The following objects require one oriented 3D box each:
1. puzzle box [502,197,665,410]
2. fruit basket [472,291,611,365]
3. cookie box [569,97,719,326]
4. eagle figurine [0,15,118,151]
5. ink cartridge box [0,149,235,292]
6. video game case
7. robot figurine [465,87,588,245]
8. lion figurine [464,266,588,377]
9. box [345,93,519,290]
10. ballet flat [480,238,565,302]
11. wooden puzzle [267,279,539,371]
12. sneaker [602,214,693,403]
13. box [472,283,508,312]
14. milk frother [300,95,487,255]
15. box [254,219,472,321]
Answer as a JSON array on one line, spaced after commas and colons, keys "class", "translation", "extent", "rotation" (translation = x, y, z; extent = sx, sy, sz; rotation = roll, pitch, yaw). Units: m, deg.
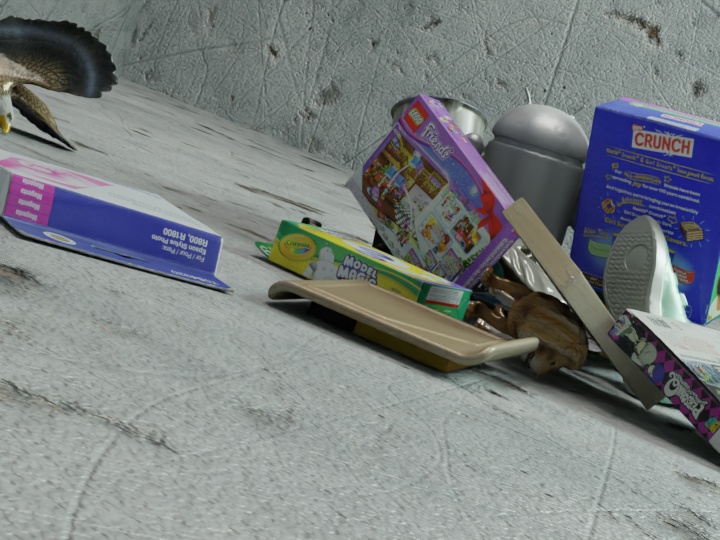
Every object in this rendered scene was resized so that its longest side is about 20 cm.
[{"class": "puzzle box", "translation": [0.211, 0.032, 1.484], "extent": [0.200, 0.025, 0.133], "rotation": [50, 6, -40]}, {"class": "fruit basket", "translation": [0.244, 0.047, 1.737], "extent": [0.199, 0.094, 0.185], "rotation": [9, 13, -47]}, {"class": "cookie box", "translation": [0.324, -0.065, 1.685], "extent": [0.170, 0.202, 0.075], "rotation": [20, 24, 29]}, {"class": "eagle figurine", "translation": [-0.409, -0.223, 1.862], "extent": [0.199, 0.152, 0.151], "rotation": [2, 5, -36]}, {"class": "ink cartridge box", "translation": [-0.219, -0.048, 1.307], "extent": [0.195, 0.044, 0.200], "rotation": [17, 6, -34]}, {"class": "video game case", "translation": [0.334, 0.114, 1.429], "extent": [0.199, 0.036, 0.181], "rotation": [12, 31, -53]}, {"class": "robot figurine", "translation": [0.186, -0.098, 1.759], "extent": [0.168, 0.201, 0.113], "rotation": [17, 5, -3]}, {"class": "lion figurine", "translation": [0.167, 0.055, 1.524], "extent": [0.122, 0.073, 0.200], "rotation": [27, 4, 11]}, {"class": "box", "translation": [0.080, -0.072, 1.692], "extent": [0.039, 0.137, 0.201], "rotation": [13, 36, -48]}, {"class": "ballet flat", "translation": [0.174, 0.006, 1.672], "extent": [0.069, 0.070, 0.200], "rotation": [15, 21, -42]}, {"class": "wooden puzzle", "translation": [0.039, 0.048, 1.352], "extent": [0.199, 0.038, 0.185], "rotation": [18, 5, 19]}, {"class": "sneaker", "translation": [0.317, 0.048, 1.638], "extent": [0.118, 0.202, 0.074], "rotation": [21, -32, -37]}, {"class": "box", "translation": [0.214, 0.033, 1.961], "extent": [0.199, 0.049, 0.161], "rotation": [13, 6, -46]}, {"class": "milk frother", "translation": [0.028, -0.099, 1.840], "extent": [0.199, 0.190, 0.180], "rotation": [20, -23, -27]}, {"class": "box", "translation": [0.000, 0.000, 1.569], "extent": [0.199, 0.049, 0.117], "rotation": [22, 6, 29]}]
